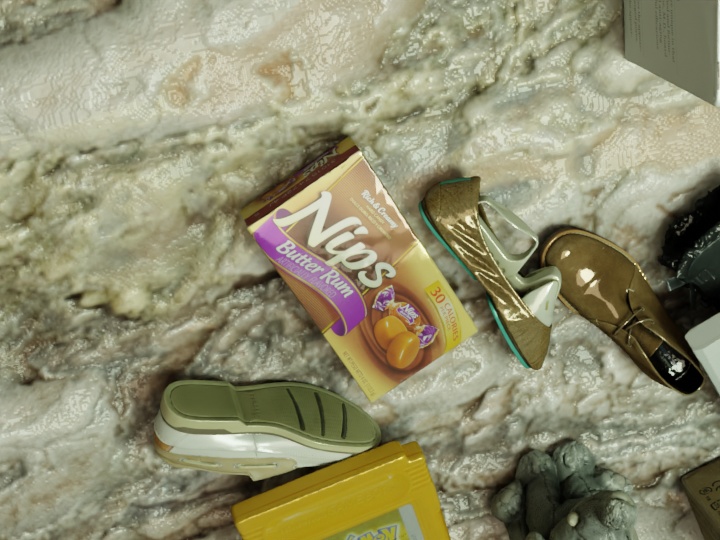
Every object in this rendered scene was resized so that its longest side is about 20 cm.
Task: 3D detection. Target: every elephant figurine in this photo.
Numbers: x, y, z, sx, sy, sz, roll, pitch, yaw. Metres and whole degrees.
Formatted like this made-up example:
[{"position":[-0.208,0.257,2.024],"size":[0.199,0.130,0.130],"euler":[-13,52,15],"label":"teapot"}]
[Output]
[{"position":[0.199,0.250,1.290],"size":[0.142,0.200,0.155],"euler":[-46,111,5],"label":"elephant figurine"}]

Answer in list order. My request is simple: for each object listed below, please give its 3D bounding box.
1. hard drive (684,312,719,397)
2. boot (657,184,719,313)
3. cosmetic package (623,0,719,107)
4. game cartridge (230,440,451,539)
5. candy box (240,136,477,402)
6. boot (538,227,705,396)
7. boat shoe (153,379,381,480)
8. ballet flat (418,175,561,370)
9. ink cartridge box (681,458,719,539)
[{"position":[0.380,0.079,1.304],"size":[0.132,0.026,0.200],"euler":[-32,138,9],"label":"hard drive"},{"position":[0.378,-0.024,1.303],"size":[0.198,0.073,0.162],"euler":[-43,115,12],"label":"boot"},{"position":[0.317,-0.237,1.150],"size":[0.165,0.200,0.165],"euler":[-9,110,-9],"label":"cosmetic package"},{"position":[-0.007,0.253,1.309],"size":[0.176,0.032,0.200],"euler":[-22,131,-4],"label":"game cartridge"},{"position":[0.000,0.000,1.243],"size":[0.117,0.056,0.200],"euler":[-33,113,1],"label":"candy box"},{"position":[0.241,0.038,1.296],"size":[0.074,0.075,0.200],"euler":[-45,110,7],"label":"boot"},{"position":[-0.084,0.144,1.272],"size":[0.200,0.075,0.068],"euler":[11,126,-17],"label":"boat shoe"},{"position":[0.130,-0.002,1.261],"size":[0.072,0.068,0.200],"euler":[-29,108,18],"label":"ballet flat"},{"position":[0.389,0.285,1.342],"size":[0.075,0.200,0.165],"euler":[-27,112,-1],"label":"ink cartridge box"}]
